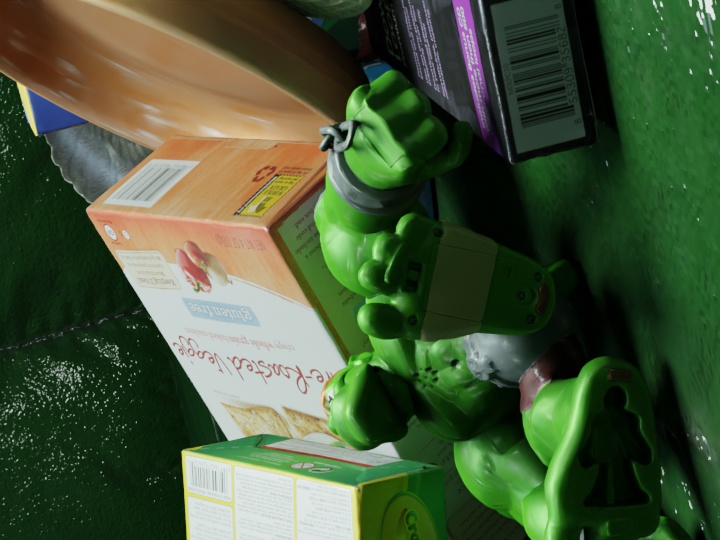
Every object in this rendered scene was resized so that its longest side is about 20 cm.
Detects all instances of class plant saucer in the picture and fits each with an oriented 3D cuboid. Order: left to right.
[{"bbox_3d":[-0.075,-0.085,0.854,0.200,0.199,0.038,132,160,-79],"label":"plant saucer"}]

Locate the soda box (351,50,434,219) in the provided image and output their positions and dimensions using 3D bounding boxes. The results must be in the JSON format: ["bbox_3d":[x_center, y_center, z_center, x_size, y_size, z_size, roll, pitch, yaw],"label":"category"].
[{"bbox_3d":[0.000,0.000,1.024,0.068,0.064,0.201,-117,15,-50],"label":"soda box"}]

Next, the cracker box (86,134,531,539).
[{"bbox_3d":[-0.012,0.043,0.876,0.134,0.058,0.201,6,133,53],"label":"cracker box"}]

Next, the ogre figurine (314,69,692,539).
[{"bbox_3d":[0.042,0.030,0.736,0.200,0.098,0.120,39,171,-13],"label":"ogre figurine"}]

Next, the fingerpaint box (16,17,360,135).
[{"bbox_3d":[-0.093,-0.180,0.963,0.073,0.166,0.201,-134,30,-71],"label":"fingerpaint box"}]

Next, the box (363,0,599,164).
[{"bbox_3d":[0.025,-0.128,0.745,0.200,0.036,0.144,-126,23,-71],"label":"box"}]

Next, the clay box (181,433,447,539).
[{"bbox_3d":[-0.014,0.170,0.835,0.115,0.047,0.201,5,101,51],"label":"clay box"}]

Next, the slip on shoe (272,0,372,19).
[{"bbox_3d":[-0.074,-0.160,0.792,0.199,0.061,0.074,34,168,7],"label":"slip on shoe"}]

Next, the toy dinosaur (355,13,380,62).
[{"bbox_3d":[-0.038,-0.210,0.829,0.200,0.105,0.182,43,167,18],"label":"toy dinosaur"}]

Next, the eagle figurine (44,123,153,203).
[{"bbox_3d":[-0.136,-0.148,1.304,0.151,0.151,0.201,-122,17,-44],"label":"eagle figurine"}]
